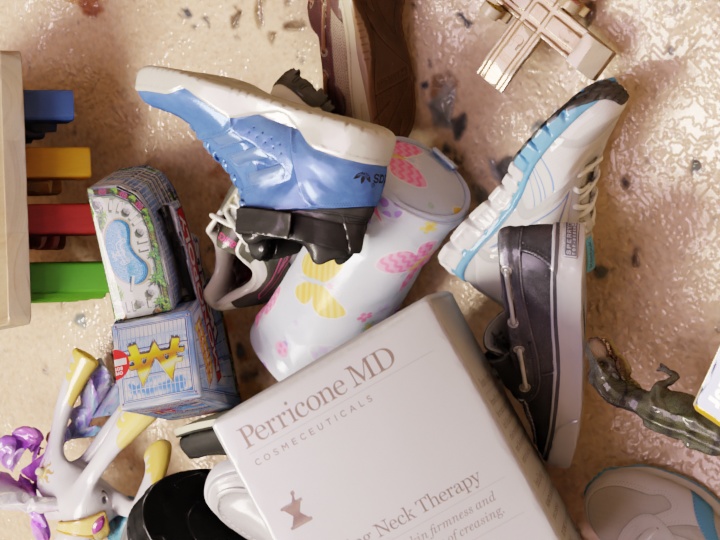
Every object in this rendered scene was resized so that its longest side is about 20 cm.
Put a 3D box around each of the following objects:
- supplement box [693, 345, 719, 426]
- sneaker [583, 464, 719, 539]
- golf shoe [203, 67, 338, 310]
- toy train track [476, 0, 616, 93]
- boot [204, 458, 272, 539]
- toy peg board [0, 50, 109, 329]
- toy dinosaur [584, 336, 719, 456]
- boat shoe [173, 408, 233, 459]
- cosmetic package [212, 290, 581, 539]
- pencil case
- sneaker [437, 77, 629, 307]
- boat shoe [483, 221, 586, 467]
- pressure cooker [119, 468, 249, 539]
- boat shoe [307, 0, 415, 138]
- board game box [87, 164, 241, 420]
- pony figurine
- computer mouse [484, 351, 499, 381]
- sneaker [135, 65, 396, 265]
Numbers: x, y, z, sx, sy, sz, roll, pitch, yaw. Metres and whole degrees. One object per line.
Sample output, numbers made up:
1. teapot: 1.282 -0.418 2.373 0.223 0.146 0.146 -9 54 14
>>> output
1. supplement box: 0.322 0.080 1.420 0.199 0.109 0.110 35 122 25
2. sneaker: 0.219 0.206 1.556 0.200 0.081 0.077 43 126 22
3. golf shoe: -0.060 -0.049 1.668 0.077 0.088 0.201 38 139 27
4. toy train track: 0.083 -0.196 1.549 0.200 0.032 0.115 41 105 16
5. boot: -0.025 0.203 1.683 0.199 0.096 0.074 18 126 1
6. toy peg board: -0.251 -0.055 1.819 0.200 0.097 0.201 170 98 -68
7. toy dinosaur: 0.235 0.097 1.507 0.199 0.088 0.048 27 118 29
8. boat shoe: -0.056 0.126 1.752 0.200 0.073 0.064 -9 94 35
9. cosmetic package: 0.029 0.141 1.555 0.167 0.166 0.201 -30 88 7
10. pencil case: 0.000 0.000 1.657 0.083 0.090 0.200 50 129 21
11. sneaker: 0.135 -0.044 1.566 0.087 0.075 0.200 45 134 11
12. boat shoe: 0.115 0.051 1.561 0.067 0.072 0.201 2 134 7
13. pressure cooker: -0.119 0.273 1.777 0.175 0.178 0.201 33 120 23
14. boat shoe: -0.010 -0.182 1.633 0.072 0.072 0.202 9 116 37
15. board game box: -0.143 0.028 1.713 0.061 0.200 0.202 -11 98 3
16. pony figurine: -0.236 0.170 1.858 0.193 0.166 0.201 35 98 49
17. computer mouse: 0.102 0.164 1.659 0.109 0.044 0.201 -34 81 38
18. sneaker: -0.077 -0.066 1.589 0.199 0.077 0.112 19 99 22
